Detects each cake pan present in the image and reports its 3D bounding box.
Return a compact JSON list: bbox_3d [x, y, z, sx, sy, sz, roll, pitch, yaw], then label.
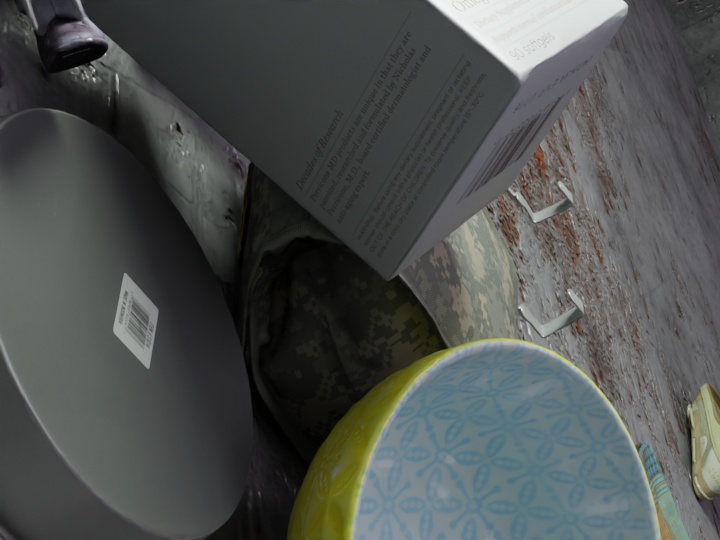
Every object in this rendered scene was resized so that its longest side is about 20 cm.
[{"bbox_3d":[-0.102,0.025,0.554,0.200,0.037,0.201,53,24,-35],"label":"cake pan"}]

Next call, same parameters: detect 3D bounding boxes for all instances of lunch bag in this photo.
[{"bbox_3d":[0.000,0.000,0.726,0.165,0.117,0.200,-88,153,-49],"label":"lunch bag"}]

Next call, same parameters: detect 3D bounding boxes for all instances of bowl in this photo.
[{"bbox_3d":[0.032,0.135,0.637,0.199,0.107,0.201,10,75,-42],"label":"bowl"}]

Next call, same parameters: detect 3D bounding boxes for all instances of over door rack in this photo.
[{"bbox_3d":[0.055,-0.048,0.967,0.200,0.067,0.148,35,32,-20],"label":"over door rack"}]

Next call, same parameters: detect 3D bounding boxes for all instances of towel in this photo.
[{"bbox_3d":[0.282,0.261,1.299,0.201,0.022,0.147,67,19,2],"label":"towel"}]

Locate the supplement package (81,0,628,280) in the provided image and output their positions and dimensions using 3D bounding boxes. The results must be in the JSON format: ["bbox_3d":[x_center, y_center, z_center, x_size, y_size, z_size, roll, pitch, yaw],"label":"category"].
[{"bbox_3d":[-0.009,-0.117,0.626,0.200,0.118,0.117,41,39,10],"label":"supplement package"}]

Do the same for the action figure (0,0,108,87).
[{"bbox_3d":[-0.150,-0.168,0.528,0.069,0.129,0.201,-60,134,-83],"label":"action figure"}]

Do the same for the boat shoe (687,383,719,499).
[{"bbox_3d":[0.393,0.190,1.626,0.073,0.063,0.201,48,17,-14],"label":"boat shoe"}]
